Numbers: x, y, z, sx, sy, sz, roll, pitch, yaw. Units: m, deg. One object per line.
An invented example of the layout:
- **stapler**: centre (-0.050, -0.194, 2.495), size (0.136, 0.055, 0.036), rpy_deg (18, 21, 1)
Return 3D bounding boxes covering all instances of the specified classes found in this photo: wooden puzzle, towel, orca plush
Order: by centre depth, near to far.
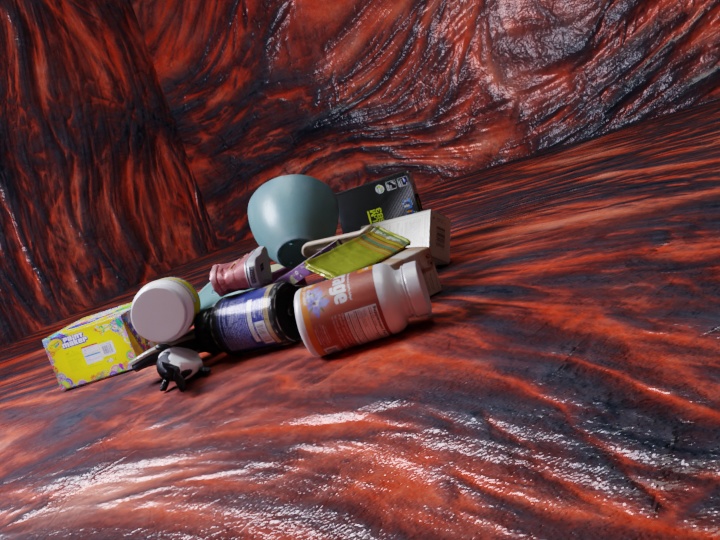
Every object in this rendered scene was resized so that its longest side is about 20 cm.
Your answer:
- **orca plush**: centre (-0.321, 0.186, 1.367), size (0.104, 0.072, 0.200), rpy_deg (25, 1, -18)
- **towel**: centre (-0.002, -0.032, 1.383), size (0.086, 0.018, 0.199), rpy_deg (22, 34, 35)
- **wooden puzzle**: centre (0.005, -0.019, 1.580), size (0.199, 0.184, 0.038), rpy_deg (-15, 54, 43)

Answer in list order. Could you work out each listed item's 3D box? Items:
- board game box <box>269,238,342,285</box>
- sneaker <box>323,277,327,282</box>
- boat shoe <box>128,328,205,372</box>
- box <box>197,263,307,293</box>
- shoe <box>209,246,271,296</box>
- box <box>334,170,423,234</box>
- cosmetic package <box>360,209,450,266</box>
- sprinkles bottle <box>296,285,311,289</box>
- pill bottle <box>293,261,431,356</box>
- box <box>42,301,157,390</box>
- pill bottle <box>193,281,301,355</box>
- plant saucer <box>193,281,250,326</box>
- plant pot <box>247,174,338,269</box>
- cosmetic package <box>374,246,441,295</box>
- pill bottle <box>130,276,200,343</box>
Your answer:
- **board game box**: centre (-0.128, 0.011, 1.486), size (0.199, 0.032, 0.120), rpy_deg (-31, 9, 40)
- **sneaker**: centre (0.000, 0.000, 1.484), size (0.079, 0.096, 0.200), rpy_deg (23, 7, 15)
- **boat shoe**: centre (-0.346, 0.158, 1.506), size (0.199, 0.062, 0.075), rpy_deg (-23, 7, -36)
- **box**: centre (-0.244, 0.061, 1.750), size (0.199, 0.098, 0.175), rpy_deg (-8, 15, 47)
- **shoe**: centre (-0.224, 0.001, 1.478), size (0.090, 0.072, 0.200), rpy_deg (-11, 7, 3)
- **box**: centre (0.052, -0.105, 1.773), size (0.191, 0.202, 0.047), rpy_deg (-15, 3, 18)
- **cosmetic package**: centre (0.091, -0.054, 1.652), size (0.199, 0.105, 0.073), rpy_deg (-10, -21, 44)
- **sprinkles bottle**: centre (-0.119, 0.063, 1.572), size (0.068, 0.069, 0.200), rpy_deg (-23, 9, -22)
- **pill bottle**: centre (0.005, 0.055, 1.217), size (0.198, 0.113, 0.112), rpy_deg (-18, 9, 9)
- **box**: centre (-0.565, 0.159, 1.765), size (0.198, 0.123, 0.193), rpy_deg (-17, 8, 11)
- **pill bottle**: centre (-0.202, 0.094, 1.425), size (0.198, 0.113, 0.112), rpy_deg (-14, 10, 28)
- **plant saucer**: centre (-0.276, 0.039, 1.607), size (0.199, 0.028, 0.201), rpy_deg (-29, 22, 13)
- **plant pot**: centre (-0.138, -0.083, 1.658), size (0.198, 0.201, 0.136), rpy_deg (-18, 47, 8)
- **cosmetic package**: centre (0.031, 0.032, 1.372), size (0.199, 0.088, 0.103), rpy_deg (-25, 13, -32)
- **pill bottle**: centre (-0.360, 0.073, 1.446), size (0.113, 0.115, 0.200), rpy_deg (-20, 4, -5)
